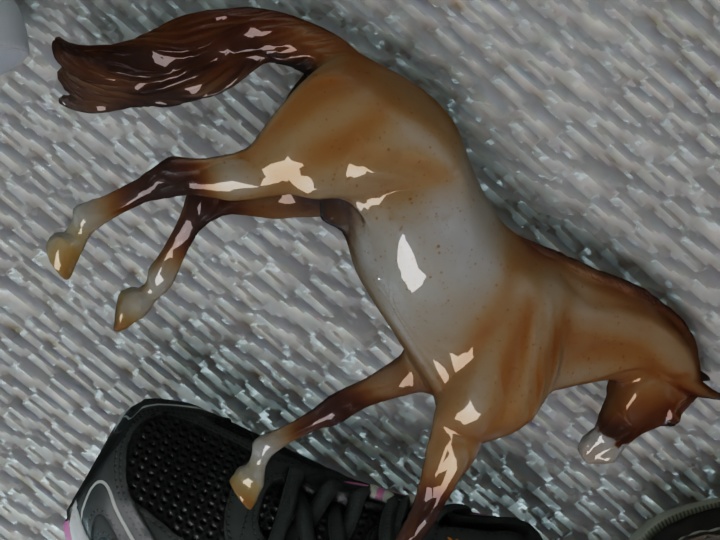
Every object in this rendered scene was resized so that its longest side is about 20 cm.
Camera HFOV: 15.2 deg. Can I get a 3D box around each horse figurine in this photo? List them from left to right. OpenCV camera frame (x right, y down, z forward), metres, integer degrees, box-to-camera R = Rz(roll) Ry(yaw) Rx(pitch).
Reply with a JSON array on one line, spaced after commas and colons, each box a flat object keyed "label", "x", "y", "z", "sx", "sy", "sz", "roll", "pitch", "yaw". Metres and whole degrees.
[{"label": "horse figurine", "x": 0.000, "y": 0.000, "z": 0.750, "sx": 0.132, "sy": 0.050, "sz": 0.200, "roll": -37, "pitch": 104, "yaw": 0}]

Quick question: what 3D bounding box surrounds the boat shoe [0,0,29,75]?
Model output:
[{"label": "boat shoe", "x": -0.191, "y": -0.064, "z": 0.756, "sx": 0.200, "sy": 0.069, "sz": 0.057, "roll": -11, "pitch": 85, "yaw": 15}]

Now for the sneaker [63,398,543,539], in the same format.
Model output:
[{"label": "sneaker", "x": 0.011, "y": 0.090, "z": 0.811, "sx": 0.200, "sy": 0.080, "sz": 0.086, "roll": 28, "pitch": 143, "yaw": -24}]

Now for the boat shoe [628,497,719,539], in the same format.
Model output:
[{"label": "boat shoe", "x": 0.175, "y": 0.110, "z": 0.786, "sx": 0.201, "sy": 0.061, "sz": 0.072, "roll": 13, "pitch": 89, "yaw": -2}]
